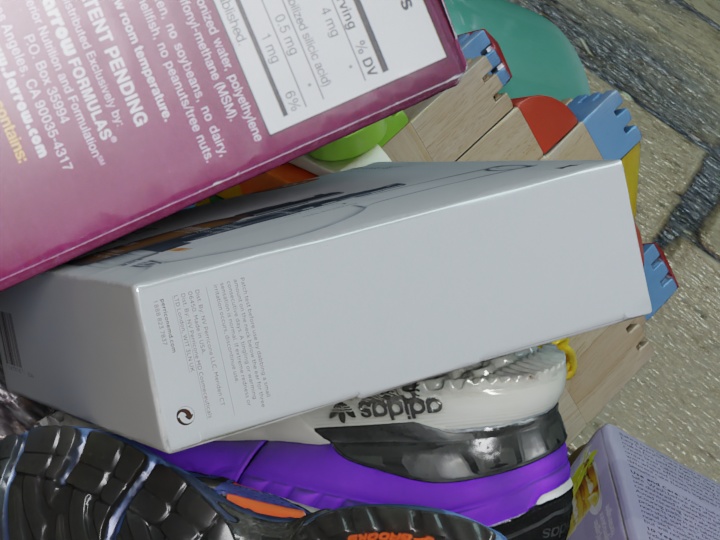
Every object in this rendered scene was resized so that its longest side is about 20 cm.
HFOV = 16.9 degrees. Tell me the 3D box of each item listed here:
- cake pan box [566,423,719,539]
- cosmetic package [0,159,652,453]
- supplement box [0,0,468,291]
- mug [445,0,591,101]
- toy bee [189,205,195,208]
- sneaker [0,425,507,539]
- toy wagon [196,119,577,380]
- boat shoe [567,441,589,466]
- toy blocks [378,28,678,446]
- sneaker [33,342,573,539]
[{"bbox_3d":[0.154,0.145,0.745,0.199,0.052,0.184,28,21,-14],"label":"cake pan box"},{"bbox_3d":[-0.023,0.005,0.755,0.150,0.052,0.200,-13,7,-20],"label":"cosmetic package"},{"bbox_3d":[-0.087,-0.068,0.766,0.104,0.199,0.131,67,-11,-10],"label":"supplement box"},{"bbox_3d":[0.004,-0.053,1.122,0.114,0.185,0.153,13,52,-40],"label":"mug"},{"bbox_3d":[-0.121,-0.015,0.895,0.200,0.109,0.131,43,-14,-19],"label":"toy bee"},{"bbox_3d":[-0.034,0.098,0.717,0.199,0.076,0.078,13,-11,22],"label":"sneaker"},{"bbox_3d":[0.000,0.000,0.934,0.040,0.156,0.200,-36,40,-25],"label":"toy wagon"},{"bbox_3d":[0.153,0.146,0.945,0.066,0.072,0.201,-10,51,-42],"label":"boat shoe"},{"bbox_3d":[0.068,-0.021,1.015,0.137,0.100,0.200,-43,111,-32],"label":"toy blocks"},{"bbox_3d":[-0.021,0.080,0.787,0.199,0.100,0.069,-4,12,33],"label":"sneaker"}]
